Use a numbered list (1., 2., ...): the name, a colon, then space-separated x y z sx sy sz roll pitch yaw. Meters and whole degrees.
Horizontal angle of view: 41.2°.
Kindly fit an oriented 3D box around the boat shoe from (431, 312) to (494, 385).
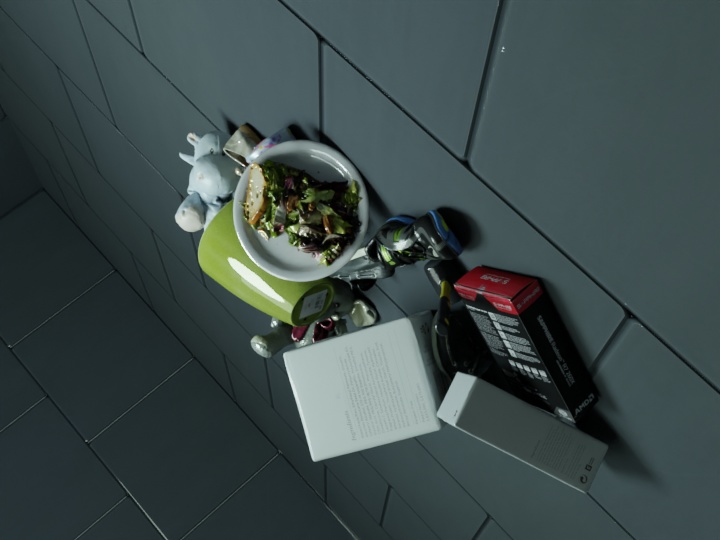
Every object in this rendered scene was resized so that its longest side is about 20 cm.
1. boat shoe: 0.161 0.143 1.371 0.066 0.074 0.200 0 117 39

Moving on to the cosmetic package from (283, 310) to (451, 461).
1. cosmetic package: 0.020 0.166 1.410 0.165 0.199 0.166 -1 -105 -75

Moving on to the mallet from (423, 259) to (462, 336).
1. mallet: 0.102 0.028 1.214 0.066 0.041 0.200 60 -165 -5

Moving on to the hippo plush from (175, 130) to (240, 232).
1. hippo plush: -0.233 -0.165 1.668 0.161 0.159 0.201 118 155 -51

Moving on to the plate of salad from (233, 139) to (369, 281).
1. plate of salad: -0.087 -0.084 1.349 0.200 0.200 0.048 49 -172 5

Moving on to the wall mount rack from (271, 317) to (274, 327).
1. wall mount rack: -0.189 0.003 1.882 0.174 0.074 0.200 55 167 36

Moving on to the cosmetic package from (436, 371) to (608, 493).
1. cosmetic package: 0.211 0.211 1.260 0.199 0.071 0.101 27 175 -7

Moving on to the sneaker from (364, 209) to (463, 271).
1. sneaker: 0.067 -0.031 1.257 0.071 0.083 0.199 55 160 -15

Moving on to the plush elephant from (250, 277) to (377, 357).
1. plush elephant: -0.065 0.082 1.684 0.164 0.200 0.155 33 135 11

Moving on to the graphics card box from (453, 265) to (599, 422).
1. graphics card box: 0.209 0.091 1.209 0.200 0.051 0.125 60 160 -22

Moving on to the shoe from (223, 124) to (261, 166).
1. shoe: -0.145 -0.158 1.549 0.200 0.053 0.070 42 160 24

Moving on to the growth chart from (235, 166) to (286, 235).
1. growth chart: -0.122 -0.088 1.477 0.145 0.018 0.200 54 -174 19

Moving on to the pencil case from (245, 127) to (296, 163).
1. pencil case: -0.086 -0.118 1.446 0.200 0.083 0.091 53 175 -7

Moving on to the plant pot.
1. plant pot: -0.138 -0.005 1.595 0.200 0.187 0.187 43 160 30

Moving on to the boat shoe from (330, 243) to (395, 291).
1. boat shoe: 0.002 -0.001 1.475 0.199 0.074 0.066 -23 94 61
